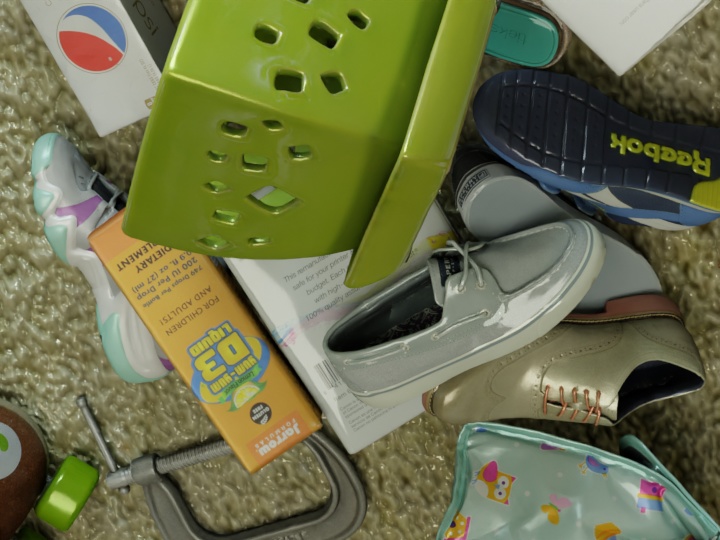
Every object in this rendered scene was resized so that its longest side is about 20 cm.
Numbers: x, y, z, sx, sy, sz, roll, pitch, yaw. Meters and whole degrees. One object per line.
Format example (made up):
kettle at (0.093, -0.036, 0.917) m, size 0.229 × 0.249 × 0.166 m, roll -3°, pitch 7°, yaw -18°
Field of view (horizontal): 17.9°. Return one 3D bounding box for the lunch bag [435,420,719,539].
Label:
lunch bag at (0.161, 0.186, 1.612) m, size 0.199 × 0.170 × 0.123 m, roll 9°, pitch 73°, yaw 9°

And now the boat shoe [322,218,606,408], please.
boat shoe at (0.065, 0.020, 1.503) m, size 0.200 × 0.070 × 0.072 m, roll -31°, pitch 134°, yaw 15°

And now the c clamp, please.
c clamp at (-0.100, 0.156, 1.740) m, size 0.199 × 0.027 × 0.172 m, roll -12°, pitch 113°, yaw 18°

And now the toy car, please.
toy car at (-0.314, 0.198, 1.707) m, size 0.164 × 0.200 × 0.158 m, roll 32°, pitch 118°, yaw -5°

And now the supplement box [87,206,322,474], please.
supplement box at (-0.105, 0.040, 1.578) m, size 0.066 × 0.069 × 0.200 m, roll -35°, pitch 98°, yaw 0°

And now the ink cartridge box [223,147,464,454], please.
ink cartridge box at (0.000, 0.000, 1.590) m, size 0.145 × 0.083 × 0.201 m, roll -31°, pitch 107°, yaw 3°

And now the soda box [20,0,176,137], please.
soda box at (-0.191, -0.197, 1.564) m, size 0.068 × 0.064 × 0.201 m, roll -22°, pitch 109°, yaw 21°

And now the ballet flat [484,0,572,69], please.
ballet flat at (0.046, -0.187, 1.518) m, size 0.199 × 0.067 × 0.068 m, roll 23°, pitch 124°, yaw 1°

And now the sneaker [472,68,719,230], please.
sneaker at (0.160, -0.072, 1.526) m, size 0.199 × 0.074 × 0.082 m, roll 19°, pitch 159°, yaw -15°

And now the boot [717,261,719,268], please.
boot at (0.348, -0.013, 1.501) m, size 0.200 × 0.077 × 0.156 m, roll 34°, pitch 88°, yaw -1°

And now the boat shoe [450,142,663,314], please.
boat shoe at (0.132, -0.021, 1.581) m, size 0.199 × 0.068 × 0.074 m, roll 31°, pitch 110°, yaw -32°

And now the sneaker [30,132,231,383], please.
sneaker at (-0.141, -0.026, 1.639) m, size 0.139 × 0.078 × 0.201 m, roll -19°, pitch 115°, yaw 14°

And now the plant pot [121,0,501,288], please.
plant pot at (-0.026, -0.117, 1.418) m, size 0.181 × 0.200 × 0.200 m, roll 19°, pitch 150°, yaw -3°

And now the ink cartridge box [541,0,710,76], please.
ink cartridge box at (0.128, -0.235, 1.432) m, size 0.200 × 0.145 × 0.084 m, roll 43°, pitch 115°, yaw -10°

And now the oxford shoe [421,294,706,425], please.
oxford shoe at (0.141, 0.072, 1.553) m, size 0.199 × 0.074 × 0.071 m, roll -16°, pitch 137°, yaw -14°
